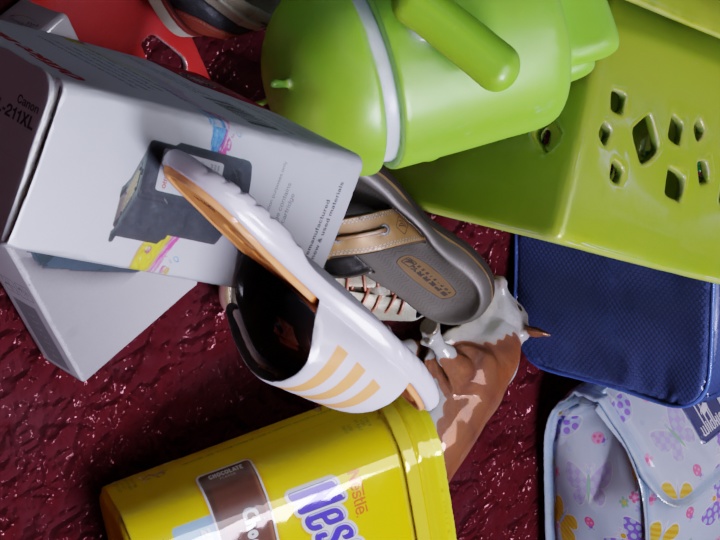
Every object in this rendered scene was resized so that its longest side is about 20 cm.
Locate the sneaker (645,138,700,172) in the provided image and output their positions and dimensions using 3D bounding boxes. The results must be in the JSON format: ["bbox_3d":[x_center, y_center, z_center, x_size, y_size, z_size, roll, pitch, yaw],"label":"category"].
[{"bbox_3d":[0.274,-0.106,1.513,0.200,0.084,0.074,-19,121,-40],"label":"sneaker"}]

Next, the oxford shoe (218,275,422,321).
[{"bbox_3d":[0.000,0.000,1.287,0.200,0.074,0.071,-12,117,-42],"label":"oxford shoe"}]

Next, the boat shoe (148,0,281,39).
[{"bbox_3d":[-0.105,-0.196,1.084,0.200,0.062,0.071,56,48,-45],"label":"boat shoe"}]

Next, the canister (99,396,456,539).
[{"bbox_3d":[-0.049,0.165,1.265,0.200,0.087,0.149,-19,121,-16],"label":"canister"}]

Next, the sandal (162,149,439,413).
[{"bbox_3d":[-0.042,0.019,0.978,0.059,0.079,0.207,-50,130,-5],"label":"sandal"}]

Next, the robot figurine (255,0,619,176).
[{"bbox_3d":[0.036,-0.120,1.116,0.200,0.175,0.116,-16,86,-14],"label":"robot figurine"}]

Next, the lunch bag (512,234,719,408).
[{"bbox_3d":[0.219,0.009,1.424,0.132,0.200,0.136,-15,113,-44],"label":"lunch bag"}]

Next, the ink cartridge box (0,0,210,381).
[{"bbox_3d":[-0.140,-0.067,1.134,0.176,0.045,0.200,-43,134,-22],"label":"ink cartridge box"}]

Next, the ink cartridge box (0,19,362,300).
[{"bbox_3d":[-0.124,-0.059,1.012,0.200,0.146,0.083,11,104,-46],"label":"ink cartridge box"}]

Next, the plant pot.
[{"bbox_3d":[0.127,-0.107,1.283,0.199,0.200,0.182,11,93,-48],"label":"plant pot"}]

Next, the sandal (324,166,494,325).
[{"bbox_3d":[-0.003,-0.016,1.210,0.200,0.082,0.055,39,50,-28],"label":"sandal"}]

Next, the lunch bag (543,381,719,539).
[{"bbox_3d":[0.230,0.142,1.554,0.169,0.127,0.200,-29,124,-40],"label":"lunch bag"}]

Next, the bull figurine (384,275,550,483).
[{"bbox_3d":[0.048,0.088,1.386,0.121,0.065,0.200,30,85,-45],"label":"bull figurine"}]
